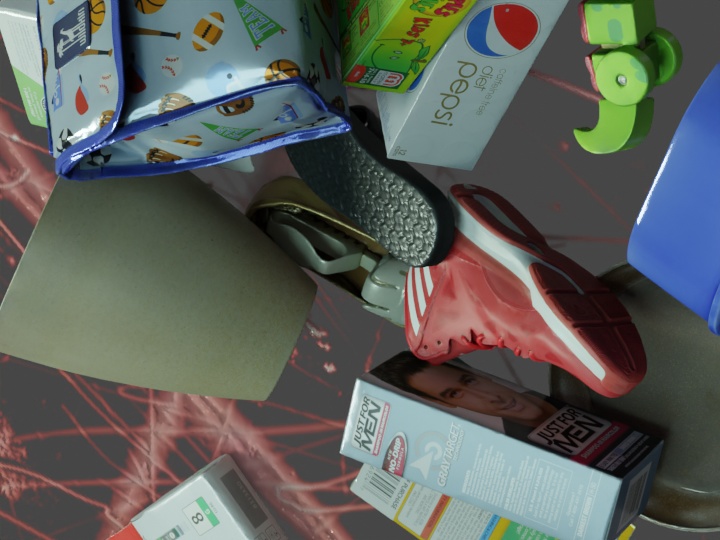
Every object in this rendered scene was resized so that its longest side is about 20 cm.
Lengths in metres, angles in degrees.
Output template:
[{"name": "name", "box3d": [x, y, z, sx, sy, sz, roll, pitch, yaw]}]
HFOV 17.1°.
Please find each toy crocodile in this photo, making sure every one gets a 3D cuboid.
[{"name": "toy crocodile", "box3d": [0.169, -0.173, 1.571, 0.062, 0.067, 0.201, 5, 113, 28]}]

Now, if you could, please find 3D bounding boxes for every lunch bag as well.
[{"name": "lunch bag", "box3d": [-0.124, -0.160, 1.606, 0.199, 0.124, 0.171, -13, 71, 17]}]

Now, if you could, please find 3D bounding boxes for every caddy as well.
[{"name": "caddy", "box3d": [0.258, -0.053, 1.526, 0.105, 0.141, 0.200, 33, 123, 19]}]

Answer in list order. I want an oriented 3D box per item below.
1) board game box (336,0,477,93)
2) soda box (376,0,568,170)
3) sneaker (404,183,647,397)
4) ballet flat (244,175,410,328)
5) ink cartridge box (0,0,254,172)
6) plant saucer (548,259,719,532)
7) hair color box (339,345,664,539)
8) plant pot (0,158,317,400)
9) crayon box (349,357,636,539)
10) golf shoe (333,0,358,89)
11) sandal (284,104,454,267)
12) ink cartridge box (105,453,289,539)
[{"name": "board game box", "box3d": [0.043, -0.209, 1.542, 0.200, 0.047, 0.102, 131, 141, -55]}, {"name": "soda box", "box3d": [0.078, -0.158, 1.598, 0.068, 0.064, 0.200, 8, 138, -20]}, {"name": "sneaker", "box3d": [0.107, 0.042, 1.657, 0.200, 0.078, 0.116, 51, 122, 33]}, {"name": "ballet flat", "box3d": [0.000, 0.000, 1.746, 0.200, 0.063, 0.069, 29, 120, 17]}, {"name": "ink cartridge box", "box3d": [-0.158, -0.150, 1.753, 0.199, 0.067, 0.117, 15, 140, 24]}, {"name": "plant saucer", "box3d": [0.227, 0.082, 1.660, 0.200, 0.032, 0.201, 9, 108, 28]}, {"name": "hair color box", "box3d": [0.098, 0.122, 1.660, 0.199, 0.099, 0.061, 19, 109, 19]}, {"name": "plant pot", "box3d": [-0.140, 0.012, 1.716, 0.199, 0.188, 0.188, 26, 123, -5]}, {"name": "crayon box", "box3d": [0.104, 0.164, 1.762, 0.200, 0.052, 0.126, 35, 123, 14]}, {"name": "golf shoe", "box3d": [-0.055, -0.215, 1.695, 0.200, 0.075, 0.092, 40, 99, 14]}, {"name": "sandal", "box3d": [0.007, -0.071, 1.705, 0.200, 0.048, 0.076, 47, 130, 33]}, {"name": "ink cartridge box", "box3d": [-0.133, 0.262, 1.946, 0.200, 0.050, 0.161, -36, 90, 34]}]
